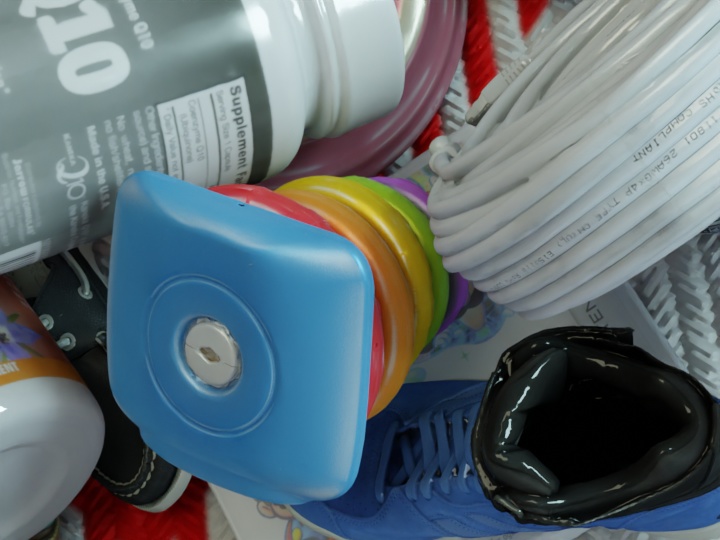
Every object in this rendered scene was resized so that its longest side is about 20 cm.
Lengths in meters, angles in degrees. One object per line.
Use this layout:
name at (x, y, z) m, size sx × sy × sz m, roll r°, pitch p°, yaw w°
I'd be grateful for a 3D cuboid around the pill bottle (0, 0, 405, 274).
pill bottle at (-0.092, -0.076, 0.798) m, size 0.200 × 0.114 × 0.114 m, roll -21°, pitch 61°, yaw -19°

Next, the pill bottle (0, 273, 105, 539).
pill bottle at (-0.202, 0.022, 0.854) m, size 0.112 × 0.112 × 0.200 m, roll -41°, pitch 64°, yaw 2°

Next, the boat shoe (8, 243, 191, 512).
boat shoe at (-0.140, 0.025, 0.916) m, size 0.076 × 0.060 × 0.200 m, roll -52°, pitch 55°, yaw 23°

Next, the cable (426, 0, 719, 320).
cable at (0.107, -0.063, 0.722) m, size 0.200 × 0.200 × 0.069 m, roll -41°, pitch 98°, yaw 19°

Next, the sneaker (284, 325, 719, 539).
sneaker at (0.047, 0.065, 0.784) m, size 0.199 × 0.111 × 0.077 m, roll 1°, pitch 71°, yaw 21°

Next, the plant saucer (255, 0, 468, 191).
plant saucer at (-0.048, -0.125, 0.897) m, size 0.200 × 0.051 × 0.201 m, roll 1°, pitch 86°, yaw -10°

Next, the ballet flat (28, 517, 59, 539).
ballet flat at (-0.199, 0.063, 0.937) m, size 0.071 × 0.071 × 0.200 m, roll -35°, pitch 61°, yaw 5°

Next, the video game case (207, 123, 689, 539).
video game case at (0.025, 0.051, 0.874) m, size 0.200 × 0.024 × 0.182 m, roll -34°, pitch 62°, yaw 6°

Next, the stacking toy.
stacking toy at (0.000, 0.000, 0.804) m, size 0.116 × 0.200 × 0.110 m, roll 19°, pitch 118°, yaw 28°

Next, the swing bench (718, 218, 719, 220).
swing bench at (0.236, -0.057, 0.718) m, size 0.130 × 0.200 × 0.199 m, roll 45°, pitch 89°, yaw -2°

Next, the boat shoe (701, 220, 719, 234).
boat shoe at (0.155, -0.119, 0.863) m, size 0.073 × 0.068 × 0.200 m, roll 14°, pitch 76°, yaw 24°
